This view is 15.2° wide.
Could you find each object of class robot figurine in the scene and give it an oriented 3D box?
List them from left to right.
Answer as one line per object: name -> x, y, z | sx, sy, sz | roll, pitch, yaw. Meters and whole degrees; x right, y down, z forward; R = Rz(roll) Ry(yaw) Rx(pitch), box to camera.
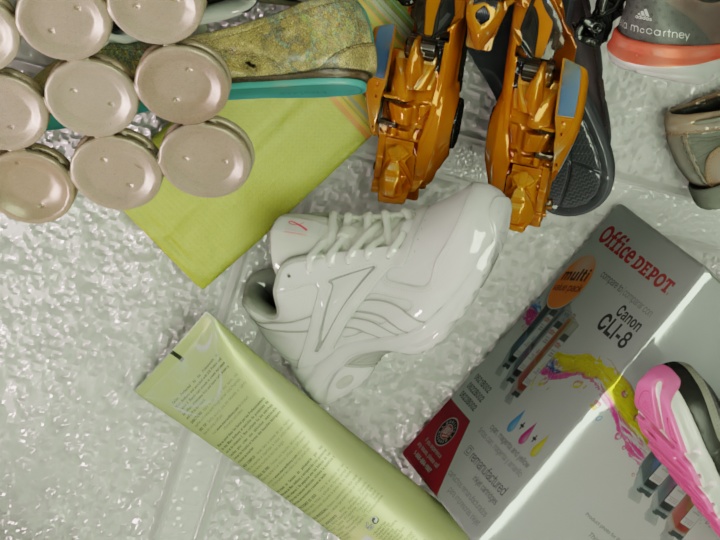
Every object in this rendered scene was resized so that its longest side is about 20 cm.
robot figurine -> 0.069, -0.127, 1.444 | 0.144, 0.058, 0.201 | 11, 113, 9

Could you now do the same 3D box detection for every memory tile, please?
memory tile -> -0.162, -0.089, 1.396 | 0.199, 0.017, 0.154 | -7, 129, 13

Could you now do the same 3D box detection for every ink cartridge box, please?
ink cartridge box -> 0.155, 0.092, 1.532 | 0.145, 0.145, 0.200 | 40, 93, -22

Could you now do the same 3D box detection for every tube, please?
tube -> -0.028, 0.104, 1.516 | 0.200, 0.052, 0.058 | 37, 84, -8

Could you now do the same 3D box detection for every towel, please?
towel -> -0.044, -0.086, 1.492 | 0.200, 0.018, 0.086 | -43, 109, 1

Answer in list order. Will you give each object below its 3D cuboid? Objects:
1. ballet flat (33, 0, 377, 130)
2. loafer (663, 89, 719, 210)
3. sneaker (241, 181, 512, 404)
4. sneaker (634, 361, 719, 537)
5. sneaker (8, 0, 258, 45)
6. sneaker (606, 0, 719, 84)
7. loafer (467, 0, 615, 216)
ballet flat -> -0.091, -0.117, 1.439 | 0.199, 0.071, 0.071 | -7, 109, 2
loafer -> 0.268, -0.108, 1.545 | 0.200, 0.072, 0.063 | -31, 105, -1
sneaker -> 0.000, 0.000, 1.455 | 0.099, 0.078, 0.200 | 39, 135, -14
sneaker -> 0.221, 0.107, 1.438 | 0.087, 0.074, 0.200 | -40, 118, -1
sneaker -> -0.146, -0.152, 1.394 | 0.199, 0.071, 0.073 | -12, 135, 0
sneaker -> 0.205, -0.156, 1.459 | 0.200, 0.077, 0.082 | -24, 124, -54
loafer -> 0.098, -0.131, 1.502 | 0.072, 0.063, 0.201 | -10, 107, 20
